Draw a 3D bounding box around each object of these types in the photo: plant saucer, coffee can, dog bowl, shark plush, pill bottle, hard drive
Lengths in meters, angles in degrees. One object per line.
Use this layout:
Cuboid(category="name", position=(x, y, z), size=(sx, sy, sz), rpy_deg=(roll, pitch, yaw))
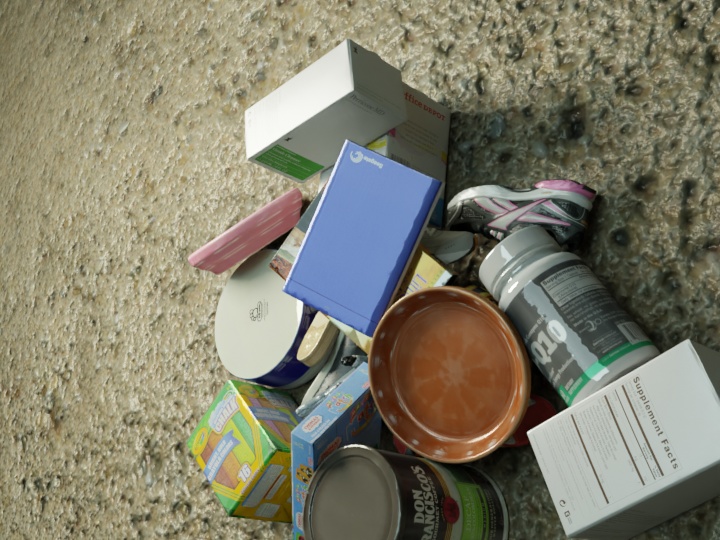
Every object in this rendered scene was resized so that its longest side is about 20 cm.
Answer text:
Cuboid(category="plant saucer", position=(-0.167, -0.053, 1.497), size=(0.200, 0.200, 0.051), rpy_deg=(-29, 96, 34))
Cuboid(category="coffee can", position=(0.054, 0.285, 1.124), size=(0.146, 0.200, 0.147), rpy_deg=(-16, 65, 39))
Cuboid(category="dog bowl", position=(-0.125, 0.072, 1.461), size=(0.200, 0.079, 0.200), rpy_deg=(-18, 63, 39))
Cuboid(category="shark plush", position=(0.004, 0.121, 1.249), size=(0.200, 0.083, 0.091), rpy_deg=(-23, 48, 17))
Cuboid(category="pill bottle", position=(0.225, 0.053, 1.083), size=(0.113, 0.113, 0.200), rpy_deg=(-48, 58, 21))
Cuboid(category="plant saucer", position=(0.101, 0.117, 1.113), size=(0.200, 0.032, 0.201), rpy_deg=(4, 97, 32))
Cuboid(category="hard drive", position=(0.001, -0.038, 1.168), size=(0.132, 0.025, 0.200), rpy_deg=(26, 98, 20))

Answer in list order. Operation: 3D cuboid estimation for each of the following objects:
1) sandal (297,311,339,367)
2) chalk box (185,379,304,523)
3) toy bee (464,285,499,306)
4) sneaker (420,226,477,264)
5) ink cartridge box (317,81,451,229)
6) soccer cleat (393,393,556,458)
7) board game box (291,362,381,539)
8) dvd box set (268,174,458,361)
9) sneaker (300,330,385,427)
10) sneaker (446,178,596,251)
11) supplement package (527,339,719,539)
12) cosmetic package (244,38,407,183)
Cuboid(category="sandal", position=(-0.052, 0.026, 1.353), size=(0.078, 0.070, 0.212), rpy_deg=(-25, 35, 50))
Cuboid(category="chalk box", position=(-0.152, 0.242, 1.394), size=(0.125, 0.124, 0.200), rpy_deg=(-57, 46, 12))
Cuboid(category="toy bee", position=(0.134, 0.061, 1.193), size=(0.131, 0.109, 0.200), rpy_deg=(-1, 75, 45))
Cuboid(category="sneaker", position=(0.045, -0.047, 1.230), size=(0.200, 0.076, 0.092), rpy_deg=(-3, 97, 14))
Cuboid(category="ink cartridge box", position=(0.035, -0.162, 1.355), size=(0.125, 0.128, 0.200), rpy_deg=(-9, 68, 42))
Cuboid(category="soccer cleat", position=(0.137, 0.185, 1.177), size=(0.200, 0.085, 0.069), rpy_deg=(-15, 81, 16))
Cuboid(category="board game box", position=(-0.027, 0.232, 1.195), size=(0.037, 0.151, 0.200), rpy_deg=(23, 130, 25))
Cuboid(category="dvd box set", position=(0.000, 0.000, 1.200), size=(0.200, 0.029, 0.146), rpy_deg=(41, 105, 17))
Cuboid(category="sneaker", position=(0.013, 0.135, 1.324), size=(0.106, 0.075, 0.200), rpy_deg=(27, 87, 26))
Cuboid(category="sneaker", position=(0.187, -0.056, 1.201), size=(0.200, 0.080, 0.087), rpy_deg=(-7, 68, 44))
Cuboid(category="supplement package", position=(0.295, 0.176, 0.986), size=(0.200, 0.121, 0.120), rpy_deg=(-37, 54, 29))
Cuboid(category="cosmetic package", position=(-0.048, -0.204, 1.282), size=(0.200, 0.108, 0.085), rpy_deg=(-26, 57, 38))
